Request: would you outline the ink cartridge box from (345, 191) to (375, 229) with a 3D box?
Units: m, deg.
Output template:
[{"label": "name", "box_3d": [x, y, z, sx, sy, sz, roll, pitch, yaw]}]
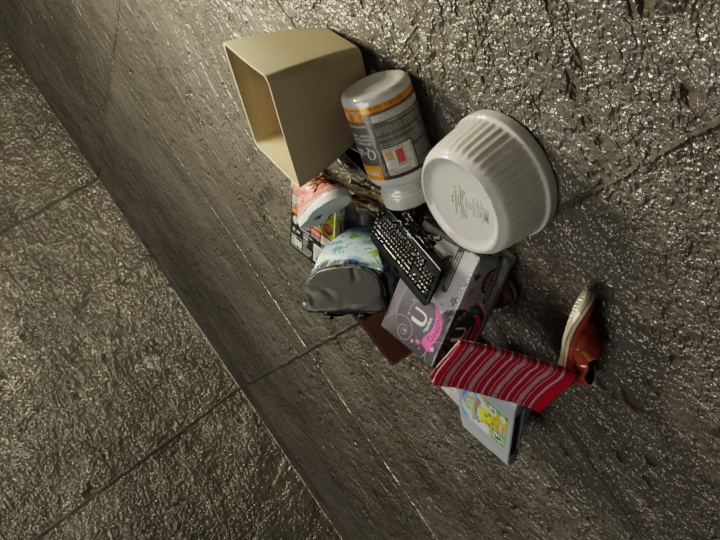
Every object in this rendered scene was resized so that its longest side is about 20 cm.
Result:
[{"label": "ink cartridge box", "box_3d": [-0.034, -0.090, 1.750, 0.199, 0.047, 0.199, 38, 152, 38]}]

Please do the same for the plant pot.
[{"label": "plant pot", "box_3d": [-0.089, -0.293, 1.401, 0.200, 0.175, 0.202, 46, 158, 49]}]

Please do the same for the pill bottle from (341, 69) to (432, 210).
[{"label": "pill bottle", "box_3d": [0.052, -0.206, 1.348, 0.116, 0.116, 0.202, 20, 138, 52]}]

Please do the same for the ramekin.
[{"label": "ramekin", "box_3d": [0.178, -0.121, 1.231, 0.200, 0.105, 0.201, 42, 152, 28]}]

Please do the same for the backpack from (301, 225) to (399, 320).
[{"label": "backpack", "box_3d": [0.000, 0.000, 1.503, 0.161, 0.200, 0.156, -1, 95, 21]}]

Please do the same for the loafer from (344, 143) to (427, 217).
[{"label": "loafer", "box_3d": [0.039, -0.162, 1.482, 0.200, 0.071, 0.073, 49, 156, 15]}]

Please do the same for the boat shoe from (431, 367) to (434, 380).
[{"label": "boat shoe", "box_3d": [0.128, 0.110, 1.582, 0.072, 0.065, 0.204, -164, 69, -81]}]

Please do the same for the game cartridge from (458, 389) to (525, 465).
[{"label": "game cartridge", "box_3d": [0.232, 0.250, 1.510, 0.133, 0.040, 0.202, 43, 151, 36]}]

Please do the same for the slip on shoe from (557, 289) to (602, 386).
[{"label": "slip on shoe", "box_3d": [0.338, 0.105, 1.276, 0.060, 0.074, 0.202, 17, 140, 21]}]

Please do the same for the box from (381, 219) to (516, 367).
[{"label": "box", "box_3d": [0.142, 0.036, 1.378, 0.132, 0.114, 0.202, 37, 116, 36]}]

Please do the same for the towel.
[{"label": "towel", "box_3d": [0.222, 0.166, 1.318, 0.197, 0.023, 0.145, 15, 146, -9]}]

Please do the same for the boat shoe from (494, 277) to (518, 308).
[{"label": "boat shoe", "box_3d": [0.191, 0.044, 1.462, 0.073, 0.068, 0.199, 61, 156, -13]}]

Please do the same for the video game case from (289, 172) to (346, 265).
[{"label": "video game case", "box_3d": [-0.087, -0.105, 1.668, 0.200, 0.025, 0.183, 36, 128, 54]}]

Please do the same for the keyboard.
[{"label": "keyboard", "box_3d": [0.067, -0.041, 1.348, 0.200, 0.039, 0.105, 51, 125, 44]}]

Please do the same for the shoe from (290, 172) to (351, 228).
[{"label": "shoe", "box_3d": [-0.079, -0.145, 1.534, 0.200, 0.071, 0.092, 150, 106, -67]}]

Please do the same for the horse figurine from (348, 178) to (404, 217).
[{"label": "horse figurine", "box_3d": [0.042, -0.105, 1.518, 0.131, 0.050, 0.200, 25, -168, -26]}]

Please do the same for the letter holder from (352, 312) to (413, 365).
[{"label": "letter holder", "box_3d": [0.062, 0.061, 1.686, 0.201, 0.141, 0.101, 52, -169, -25]}]

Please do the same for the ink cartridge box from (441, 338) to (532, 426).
[{"label": "ink cartridge box", "box_3d": [0.231, 0.217, 1.599, 0.200, 0.076, 0.137, 43, 152, 23]}]
